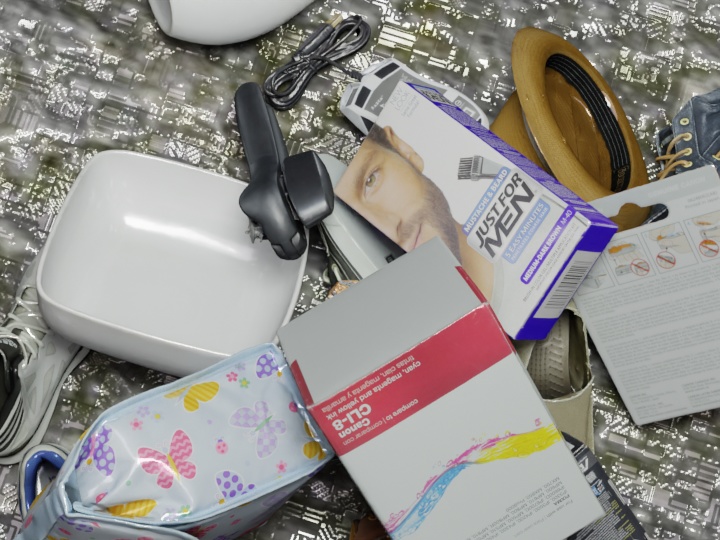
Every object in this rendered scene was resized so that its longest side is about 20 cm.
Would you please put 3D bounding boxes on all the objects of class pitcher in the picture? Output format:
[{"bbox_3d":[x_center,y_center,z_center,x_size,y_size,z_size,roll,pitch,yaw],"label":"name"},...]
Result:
[{"bbox_3d":[-0.091,-0.283,1.386,0.200,0.121,0.172,-19,57,-18],"label":"pitcher"}]

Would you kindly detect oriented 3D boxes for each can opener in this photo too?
[{"bbox_3d":[-0.070,-0.083,1.320,0.079,0.063,0.200,-20,39,-2],"label":"can opener"}]

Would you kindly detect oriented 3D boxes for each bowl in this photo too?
[{"bbox_3d":[-0.149,0.006,1.293,0.200,0.075,0.200,16,44,-2],"label":"bowl"}]

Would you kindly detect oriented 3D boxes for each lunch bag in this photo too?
[{"bbox_3d":[-0.144,0.158,1.173,0.200,0.170,0.127,-19,74,-30],"label":"lunch bag"}]

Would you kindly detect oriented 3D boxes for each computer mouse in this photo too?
[{"bbox_3d":[0.022,-0.139,1.368,0.200,0.044,0.110,35,71,25],"label":"computer mouse"}]

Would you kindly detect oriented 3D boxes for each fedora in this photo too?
[{"bbox_3d":[0.162,-0.106,1.345,0.082,0.201,0.201,-31,77,30],"label":"fedora"}]

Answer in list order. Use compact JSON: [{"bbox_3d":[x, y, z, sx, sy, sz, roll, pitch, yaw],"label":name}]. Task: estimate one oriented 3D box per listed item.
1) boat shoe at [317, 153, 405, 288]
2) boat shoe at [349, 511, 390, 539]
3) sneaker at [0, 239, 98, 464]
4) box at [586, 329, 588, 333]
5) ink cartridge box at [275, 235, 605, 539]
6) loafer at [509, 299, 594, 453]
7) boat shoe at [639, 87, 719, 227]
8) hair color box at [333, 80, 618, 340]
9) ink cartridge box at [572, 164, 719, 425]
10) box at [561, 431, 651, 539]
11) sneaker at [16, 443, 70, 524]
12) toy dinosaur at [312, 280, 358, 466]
[{"bbox_3d":[0.000,0.000,1.332,0.064,0.071,0.200,-35,82,33],"label":"boat shoe"},{"bbox_3d":[0.019,0.221,1.281,0.200,0.072,0.068,-31,65,-16],"label":"boat shoe"},{"bbox_3d":[-0.259,0.053,1.285,0.076,0.115,0.201,17,76,2],"label":"sneaker"},{"bbox_3d":[0.112,-0.012,1.361,0.110,0.035,0.200,-33,80,-10],"label":"box"},{"bbox_3d":[0.056,0.110,1.163,0.145,0.145,0.200,-31,113,0],"label":"ink cartridge box"},{"bbox_3d":[0.150,0.106,1.292,0.076,0.068,0.200,-10,99,-13],"label":"loafer"},{"bbox_3d":[0.270,-0.081,1.341,0.091,0.071,0.200,50,48,8],"label":"boat shoe"},{"bbox_3d":[0.087,-0.048,1.253,0.200,0.065,0.109,40,107,27],"label":"hair color box"},{"bbox_3d":[0.252,0.017,1.272,0.200,0.160,0.047,62,36,-15],"label":"ink cartridge box"},{"bbox_3d":[0.133,0.249,1.256,0.200,0.049,0.161,-40,110,-11],"label":"box"},{"bbox_3d":[-0.225,0.230,1.259,0.075,0.088,0.200,-24,80,-10],"label":"sneaker"},{"bbox_3d":[0.036,0.099,1.270,0.136,0.102,0.200,-45,80,17],"label":"toy dinosaur"}]
